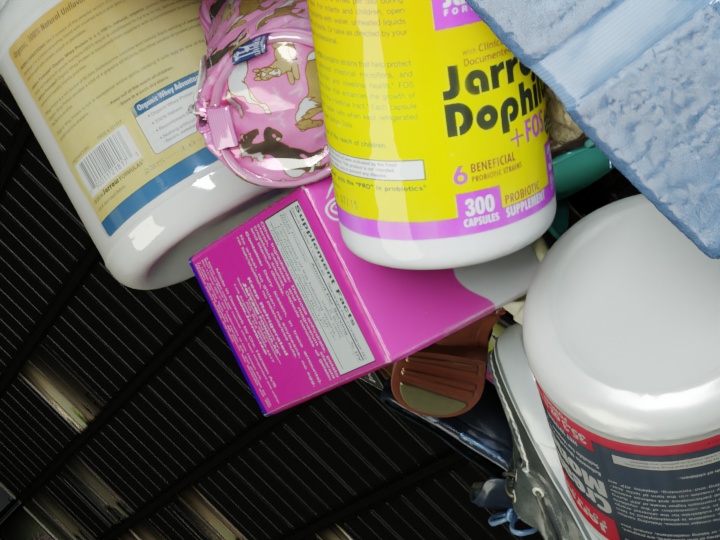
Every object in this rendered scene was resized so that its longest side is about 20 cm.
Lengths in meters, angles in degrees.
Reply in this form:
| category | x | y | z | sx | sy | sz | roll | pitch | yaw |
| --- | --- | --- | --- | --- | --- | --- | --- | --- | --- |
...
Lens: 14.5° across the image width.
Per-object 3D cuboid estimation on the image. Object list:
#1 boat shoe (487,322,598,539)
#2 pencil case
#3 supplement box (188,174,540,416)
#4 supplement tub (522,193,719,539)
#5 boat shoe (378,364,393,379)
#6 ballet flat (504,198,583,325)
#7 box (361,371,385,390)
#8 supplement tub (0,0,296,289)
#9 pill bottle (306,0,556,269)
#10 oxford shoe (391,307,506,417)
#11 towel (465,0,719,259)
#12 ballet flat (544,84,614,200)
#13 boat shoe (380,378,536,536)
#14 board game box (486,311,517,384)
| category | x | y | z | sx | sy | sz | roll | pitch | yaw |
| --- | --- | --- | --- | --- | --- | --- | --- | --- | --- |
| boat shoe | 0.111 | 0.123 | 1.559 | 0.200 | 0.056 | 0.069 | 63 | -160 | -17 |
| pencil case | -0.040 | -0.110 | 1.434 | 0.086 | 0.083 | 0.200 | 35 | -163 | -15 |
| supplement box | 0.000 | 0.000 | 1.475 | 0.104 | 0.101 | 0.200 | 64 | 157 | -1 |
| supplement tub | 0.164 | 0.067 | 1.423 | 0.140 | 0.140 | 0.200 | 33 | 159 | 31 |
| boat shoe | -0.009 | 0.016 | 1.683 | 0.072 | 0.067 | 0.200 | 60 | 180 | 26 |
| ballet flat | 0.093 | -0.012 | 1.508 | 0.069 | 0.069 | 0.200 | 17 | 145 | 55 |
| box | -0.062 | -0.016 | 1.894 | 0.200 | 0.044 | 0.160 | 27 | 156 | 43 |
| supplement tub | -0.118 | -0.106 | 1.585 | 0.200 | 0.144 | 0.145 | 60 | 165 | 10 |
| pill bottle | 0.029 | -0.109 | 1.294 | 0.104 | 0.104 | 0.201 | 20 | 124 | 52 |
| oxford shoe | 0.056 | -0.005 | 1.599 | 0.071 | 0.074 | 0.200 | 14 | 137 | -7 |
| towel | 0.126 | -0.107 | 1.210 | 0.112 | 0.049 | 0.200 | -34 | 104 | 34 |
| ballet flat | 0.108 | -0.084 | 1.357 | 0.065 | 0.070 | 0.200 | 69 | 161 | 7 |
| boat shoe | 0.093 | 0.130 | 1.843 | 0.200 | 0.069 | 0.084 | 43 | 163 | 4 |
| board game box | 0.098 | 0.046 | 1.713 | 0.200 | 0.032 | 0.120 | 38 | 166 | 17 |
